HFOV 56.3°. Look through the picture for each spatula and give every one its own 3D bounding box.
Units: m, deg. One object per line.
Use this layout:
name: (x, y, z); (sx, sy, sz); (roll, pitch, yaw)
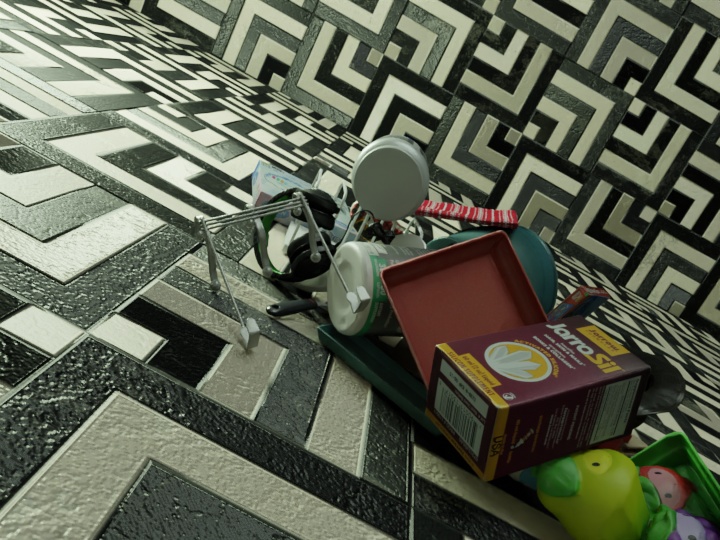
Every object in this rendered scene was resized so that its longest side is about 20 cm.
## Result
spatula: (-0.054, 0.048, 0.888); (0.056, 0.021, 0.198); (32, 16, 32)

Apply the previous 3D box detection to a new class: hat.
hat: (0.336, 0.168, 0.928); (0.194, 0.083, 0.202); (1, 26, 0)

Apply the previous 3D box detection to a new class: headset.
headset: (-0.054, -0.048, 0.910); (0.195, 0.127, 0.093); (-4, -13, 32)

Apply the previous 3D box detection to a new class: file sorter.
file sorter: (-0.012, -0.062, 1.103); (0.196, 0.127, 0.139); (26, 16, -10)

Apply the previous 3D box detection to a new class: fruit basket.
fruit basket: (0.279, 0.237, 0.674); (0.216, 0.154, 0.217); (48, 15, -18)

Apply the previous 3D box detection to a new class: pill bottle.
pill bottle: (0.064, 0.028, 0.859); (0.195, 0.116, 0.113); (4, 26, -28)
pill bottle: (0.045, -0.135, 0.974); (0.112, 0.116, 0.200); (28, 14, -1)

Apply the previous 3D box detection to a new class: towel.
towel: (0.170, -0.099, 1.141); (0.194, 0.023, 0.145); (9, 12, 12)

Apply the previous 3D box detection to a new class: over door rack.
over door rack: (-0.099, 0.001, 0.786); (0.144, 0.068, 0.202); (-16, 51, -23)

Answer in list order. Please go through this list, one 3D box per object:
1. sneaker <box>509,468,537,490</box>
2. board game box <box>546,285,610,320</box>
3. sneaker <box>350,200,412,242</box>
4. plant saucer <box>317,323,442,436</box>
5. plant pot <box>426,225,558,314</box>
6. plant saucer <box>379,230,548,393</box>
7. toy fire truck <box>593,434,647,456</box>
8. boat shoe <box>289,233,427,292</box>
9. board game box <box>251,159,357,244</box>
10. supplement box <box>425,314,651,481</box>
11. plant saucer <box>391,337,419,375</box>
sneaker: (0.209, 0.197, 0.813); (0.080, 0.078, 0.199); (37, 26, 16)
board game box: (0.270, 0.095, 0.986); (0.102, 0.200, 0.020); (4, 45, -54)
sneaker: (0.058, -0.060, 1.242); (0.200, 0.078, 0.082); (47, 4, -16)
plant saucer: (0.032, 0.127, 0.807); (0.198, 0.019, 0.069); (38, 17, 23)
plant pot: (0.189, 0.018, 1.101); (0.185, 0.204, 0.200); (4, 28, -43)
plant saucer: (0.131, 0.071, 0.782); (0.196, 0.037, 0.204); (-17, 75, -29)
toy fire truck: (0.380, 0.251, 0.977); (0.138, 0.050, 0.201); (26, 16, -12)
boat shoe: (0.000, 0.000, 0.953); (0.069, 0.195, 0.073); (77, -3, -53)
board game box: (-0.108, -0.122, 1.261); (0.196, 0.044, 0.200); (24, 17, -19)
supplement box: (0.178, 0.122, 0.682); (0.195, 0.088, 0.110); (-8, 29, -27)
plant saucer: (0.139, 0.108, 0.890); (0.194, 0.033, 0.200); (5, 11, -1)
